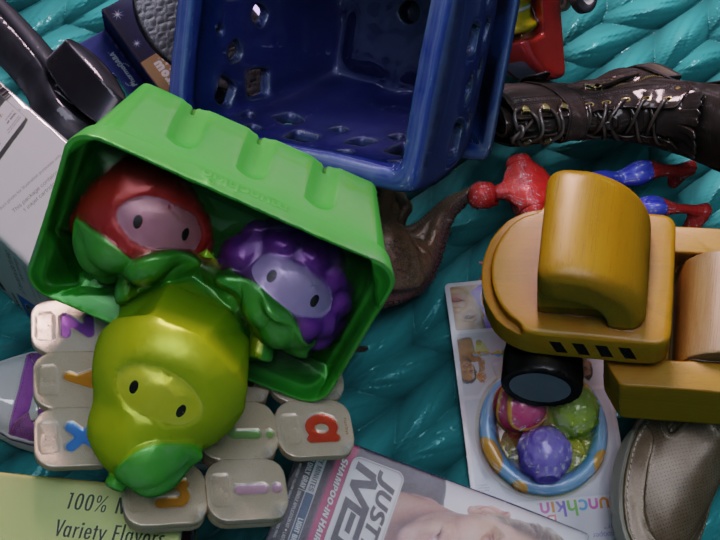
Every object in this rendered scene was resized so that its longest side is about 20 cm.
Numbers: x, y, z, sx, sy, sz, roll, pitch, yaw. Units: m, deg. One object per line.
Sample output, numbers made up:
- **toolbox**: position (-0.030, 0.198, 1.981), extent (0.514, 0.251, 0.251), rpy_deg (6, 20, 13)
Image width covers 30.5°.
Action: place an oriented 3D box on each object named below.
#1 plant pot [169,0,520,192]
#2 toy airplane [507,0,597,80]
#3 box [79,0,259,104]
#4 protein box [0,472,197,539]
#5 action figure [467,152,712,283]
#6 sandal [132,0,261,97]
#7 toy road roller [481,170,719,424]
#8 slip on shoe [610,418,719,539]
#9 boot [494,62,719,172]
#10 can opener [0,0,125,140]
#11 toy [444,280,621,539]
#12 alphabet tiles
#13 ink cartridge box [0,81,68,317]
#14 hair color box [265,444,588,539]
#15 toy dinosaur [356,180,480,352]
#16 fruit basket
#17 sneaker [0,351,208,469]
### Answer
- **plant pot**: position (0.005, -0.173, 0.894), extent (0.198, 0.179, 0.203), rpy_deg (16, 104, 25)
- **toy airplane**: position (0.090, -0.248, 1.005), extent (0.198, 0.201, 0.141), rpy_deg (35, 56, 12)
- **box**: position (-0.119, -0.189, 1.056), extent (0.199, 0.032, 0.122), rpy_deg (-34, 73, -16)
- **protein box**: position (-0.209, 0.239, 0.801), extent (0.195, 0.135, 0.203), rpy_deg (6, 66, -2)
- **action figure**: position (0.156, -0.042, 0.999), extent (0.198, 0.099, 0.066), rpy_deg (1, 60, -28)
- **sandal**: position (-0.092, -0.165, 1.008), extent (0.199, 0.043, 0.077), rpy_deg (33, 85, -24)
- **toy road roller**: position (0.178, 0.012, 0.865), extent (0.197, 0.147, 0.124), rpy_deg (4, 60, 11)
- **slip on shoe**: position (0.233, 0.117, 0.919), extent (0.076, 0.060, 0.201), rpy_deg (35, 63, -14)
- **boot**: position (0.181, -0.107, 0.969), extent (0.172, 0.200, 0.070), rpy_deg (-7, 110, -23)
- **can opener**: position (-0.249, -0.159, 1.021), extent (0.200, 0.063, 0.079), rpy_deg (44, 97, 25)
- **toy**: position (0.129, 0.092, 0.938), extent (0.113, 0.047, 0.203), rpy_deg (-5, 66, -4)
- **alphabet tiles**: position (-0.106, 0.070, 0.824), extent (0.193, 0.015, 0.202), rpy_deg (-1, 52, -16)
- **ink cartridge box**: position (-0.250, -0.055, 0.925), extent (0.200, 0.145, 0.084), rpy_deg (41, 69, 14)
- **hair color box**: position (0.040, 0.185, 0.874), extent (0.198, 0.061, 0.101), rpy_deg (20, 80, 4)
- **toy dinosaur**: position (0.000, 0.000, 0.953), extent (0.197, 0.086, 0.137), rpy_deg (-13, 67, -14)
- **fruit basket**: position (-0.095, 0.019, 0.765), extent (0.213, 0.156, 0.217), rpy_deg (16, 44, -16)
- **sneaker**: position (-0.170, 0.078, 0.889), extent (0.197, 0.115, 0.074), rpy_deg (5, 67, 0)
